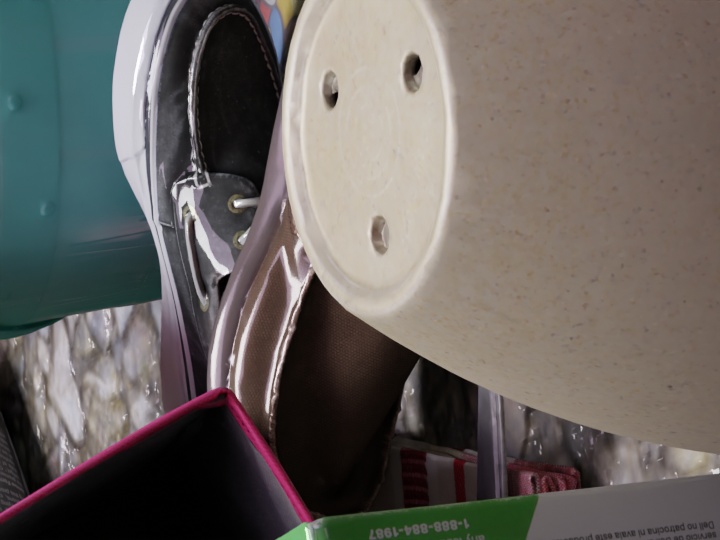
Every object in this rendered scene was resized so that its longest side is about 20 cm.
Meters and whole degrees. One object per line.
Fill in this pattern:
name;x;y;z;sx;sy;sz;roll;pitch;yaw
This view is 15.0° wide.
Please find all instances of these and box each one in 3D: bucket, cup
bucket;-0.142;-0.071;1.122;0.207;0.135;0.207;177;90;-67
cup;0.063;-0.042;0.774;0.200;0.143;0.200;9;100;62

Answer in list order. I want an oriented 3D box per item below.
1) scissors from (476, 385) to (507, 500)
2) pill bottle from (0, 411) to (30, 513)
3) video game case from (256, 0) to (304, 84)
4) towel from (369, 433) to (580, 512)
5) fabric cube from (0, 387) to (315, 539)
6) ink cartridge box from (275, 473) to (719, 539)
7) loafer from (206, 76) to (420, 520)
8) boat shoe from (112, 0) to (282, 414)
scissors;0.048;0.108;0.908;0.073;0.014;0.200;-134;45;-56
pill bottle;-0.212;0.139;1.356;0.200;0.111;0.111;65;145;36
video game case;-0.046;-0.119;1.105;0.182;0.023;0.200;-42;57;57
towel;0.027;0.133;0.994;0.200;0.023;0.144;5;99;64
fabric cube;-0.090;0.182;0.932;0.200;0.196;0.199;58;163;4
ink cartridge box;0.053;0.171;0.812;0.083;0.146;0.200;143;121;-61
loafer;0.000;0.000;0.956;0.071;0.073;0.200;15;100;43
boat shoe;-0.040;-0.017;1.027;0.071;0.072;0.200;16;121;47
